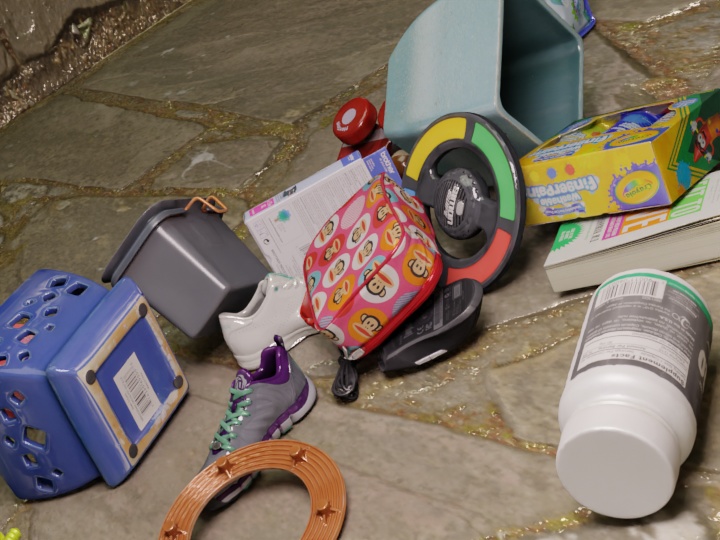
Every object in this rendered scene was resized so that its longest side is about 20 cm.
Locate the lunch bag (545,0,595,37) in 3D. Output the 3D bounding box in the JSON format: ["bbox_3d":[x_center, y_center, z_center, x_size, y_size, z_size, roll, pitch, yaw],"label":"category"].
[{"bbox_3d":[0.221,-0.357,1.929,0.168,0.129,0.200,-2,26,43],"label":"lunch bag"}]

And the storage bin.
[{"bbox_3d":[-0.192,-0.004,1.609,0.146,0.134,0.200,-52,-11,14],"label":"storage bin"}]

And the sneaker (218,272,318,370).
[{"bbox_3d":[-0.076,0.030,1.566,0.199,0.089,0.075,-34,24,-11],"label":"sneaker"}]

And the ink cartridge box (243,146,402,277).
[{"bbox_3d":[-0.034,-0.065,1.660,0.198,0.120,0.042,-28,23,4],"label":"ink cartridge box"}]

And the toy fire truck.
[{"bbox_3d":[0.036,-0.139,1.766,0.198,0.112,0.170,-5,58,42],"label":"toy fire truck"}]

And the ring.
[{"bbox_3d":[-0.107,0.237,1.252,0.198,0.019,0.202,-17,39,14],"label":"ring"}]

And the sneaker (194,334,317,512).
[{"bbox_3d":[-0.130,0.159,1.385,0.074,0.088,0.200,-4,35,42],"label":"sneaker"}]

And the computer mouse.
[{"bbox_3d":[0.056,0.062,1.425,0.199,0.046,0.141,-34,27,19],"label":"computer mouse"}]

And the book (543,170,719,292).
[{"bbox_3d":[0.299,-0.044,1.371,0.198,0.049,0.134,-16,22,27],"label":"book"}]

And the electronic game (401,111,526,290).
[{"bbox_3d":[0.111,-0.074,1.467,0.041,0.204,0.199,-3,6,-38],"label":"electronic game"}]

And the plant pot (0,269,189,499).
[{"bbox_3d":[-0.324,0.130,1.528,0.177,0.202,0.201,-3,34,30],"label":"plant pot"}]

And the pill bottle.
[{"bbox_3d":[0.226,0.100,1.093,0.112,0.114,0.201,-13,30,30],"label":"pill bottle"}]

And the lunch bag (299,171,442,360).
[{"bbox_3d":[0.000,0.000,1.443,0.176,0.082,0.201,-45,25,17],"label":"lunch bag"}]

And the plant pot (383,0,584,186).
[{"bbox_3d":[0.138,-0.215,1.602,0.198,0.195,0.199,-12,62,36],"label":"plant pot"}]

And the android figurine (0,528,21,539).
[{"bbox_3d":[-0.437,0.350,1.408,0.180,0.041,0.201,-12,31,33],"label":"android figurine"}]

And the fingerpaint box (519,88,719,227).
[{"bbox_3d":[0.281,-0.123,1.439,0.198,0.074,0.166,-8,20,46],"label":"fingerpaint box"}]

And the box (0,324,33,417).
[{"bbox_3d":[-0.486,0.138,1.788,0.198,0.095,0.103,-1,36,45],"label":"box"}]
